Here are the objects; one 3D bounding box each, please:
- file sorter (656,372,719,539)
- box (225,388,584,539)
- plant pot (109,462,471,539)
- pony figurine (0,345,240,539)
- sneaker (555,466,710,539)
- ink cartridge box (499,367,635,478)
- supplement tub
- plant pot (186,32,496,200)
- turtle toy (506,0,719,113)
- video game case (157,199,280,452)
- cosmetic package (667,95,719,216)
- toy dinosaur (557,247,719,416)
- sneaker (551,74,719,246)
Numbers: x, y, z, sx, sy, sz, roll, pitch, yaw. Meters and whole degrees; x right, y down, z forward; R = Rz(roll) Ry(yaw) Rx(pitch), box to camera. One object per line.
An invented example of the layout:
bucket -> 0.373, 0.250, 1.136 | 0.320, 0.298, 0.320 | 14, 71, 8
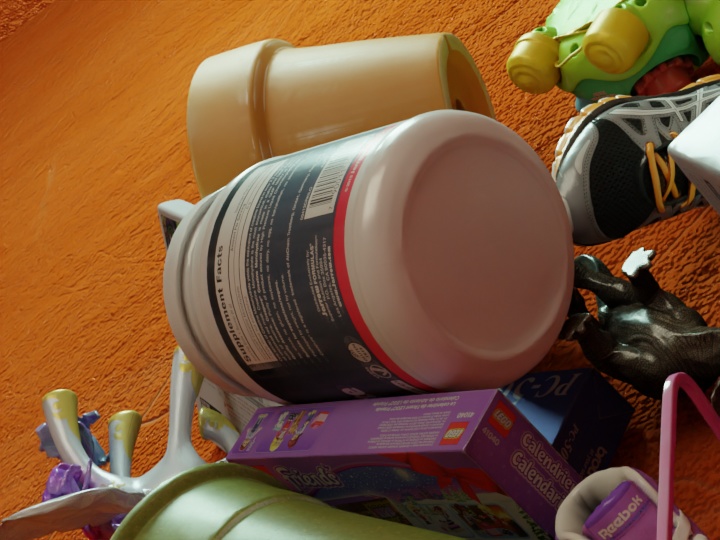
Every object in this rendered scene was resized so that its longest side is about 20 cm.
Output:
file sorter -> 0.208, 0.082, 0.532 | 0.200, 0.125, 0.139 | -20, 34, 27
box -> 0.038, 0.122, 0.843 | 0.200, 0.137, 0.039 | -10, 41, 52
plant pot -> 0.004, 0.191, 0.760 | 0.190, 0.200, 0.200 | -4, 44, 38
pony figurine -> -0.150, 0.155, 1.076 | 0.193, 0.167, 0.200 | -20, 45, -4
sneaker -> 0.141, 0.144, 0.671 | 0.073, 0.114, 0.200 | -45, 24, -7
ink cartridge box -> 0.057, 0.110, 0.948 | 0.200, 0.044, 0.094 | -10, 42, 52
supplement tub -> 0.000, 0.000, 0.868 | 0.200, 0.140, 0.140 | -11, 40, 51
plant pot -> 0.000, -0.090, 1.219 | 0.183, 0.200, 0.200 | -16, 32, 20
turtle toy -> 0.201, -0.164, 1.102 | 0.200, 0.101, 0.146 | -7, 43, 54
video game case -> -0.086, 0.051, 1.132 | 0.023, 0.182, 0.200 | -15, 15, -20
cosmetic package -> 0.289, -0.066, 0.773 | 0.199, 0.123, 0.200 | -45, 25, -1
toy dinosaur -> 0.149, 0.037, 0.873 | 0.077, 0.102, 0.200 | -50, 17, -12
sneaker -> 0.187, -0.067, 0.936 | 0.200, 0.078, 0.077 | -27, 24, -33
